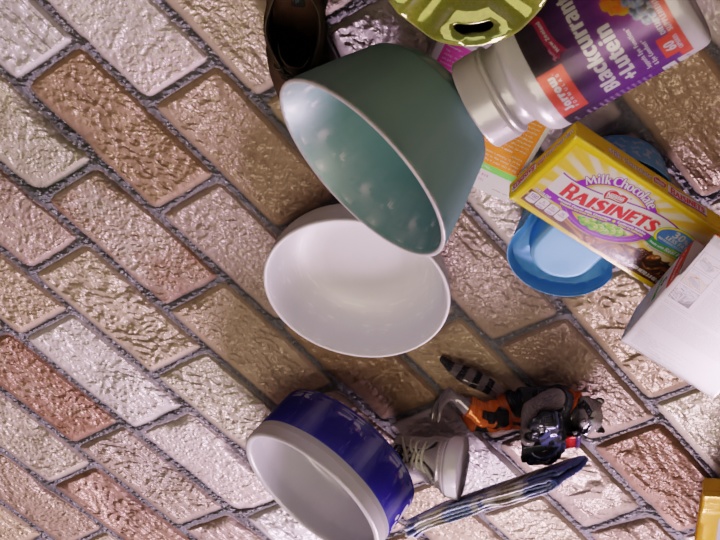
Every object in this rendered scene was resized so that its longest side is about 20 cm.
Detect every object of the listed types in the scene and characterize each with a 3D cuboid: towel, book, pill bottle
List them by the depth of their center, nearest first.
[{"bbox_3d":[0.180,-0.188,1.154,0.199,0.112,0.112,-30,123,20],"label":"pill bottle"},{"bbox_3d":[0.120,-0.170,1.276,0.133,0.048,0.201,22,133,-8],"label":"book"},{"bbox_3d":[0.158,0.261,1.603,0.199,0.147,0.024,-23,82,21],"label":"towel"}]

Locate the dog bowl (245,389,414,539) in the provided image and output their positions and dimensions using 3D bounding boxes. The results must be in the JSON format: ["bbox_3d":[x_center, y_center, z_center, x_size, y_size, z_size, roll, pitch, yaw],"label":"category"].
[{"bbox_3d":[-0.036,0.238,1.632,0.199,0.079,0.201,32,150,21],"label":"dog bowl"}]

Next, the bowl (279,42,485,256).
[{"bbox_3d":[0.033,-0.122,1.223,0.200,0.105,0.201,41,163,15],"label":"bowl"}]

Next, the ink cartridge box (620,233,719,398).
[{"bbox_3d":[0.334,0.031,1.285,0.108,0.050,0.200,32,145,4],"label":"ink cartridge box"}]

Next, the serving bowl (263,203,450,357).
[{"bbox_3d":[0.000,0.000,1.456,0.198,0.066,0.201,6,136,6],"label":"serving bowl"}]

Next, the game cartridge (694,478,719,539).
[{"bbox_3d":[0.486,0.300,1.631,0.174,0.033,0.200,1,150,12],"label":"game cartridge"}]

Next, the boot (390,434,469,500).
[{"bbox_3d":[0.075,0.226,1.611,0.095,0.074,0.200,10,167,8],"label":"boot"}]

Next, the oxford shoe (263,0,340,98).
[{"bbox_3d":[-0.059,-0.195,1.266,0.072,0.085,0.201,1,136,10],"label":"oxford shoe"}]

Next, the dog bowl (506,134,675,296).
[{"bbox_3d":[0.227,-0.056,1.361,0.111,0.050,0.200,28,134,-14],"label":"dog bowl"}]

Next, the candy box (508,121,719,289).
[{"bbox_3d":[0.248,-0.054,1.303,0.199,0.027,0.102,30,131,-17],"label":"candy box"}]

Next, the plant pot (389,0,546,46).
[{"bbox_3d":[0.089,-0.271,1.064,0.198,0.185,0.202,5,127,7],"label":"plant pot"}]

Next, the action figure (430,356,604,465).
[{"bbox_3d":[0.180,0.151,1.541,0.191,0.106,0.200,6,160,0],"label":"action figure"}]
